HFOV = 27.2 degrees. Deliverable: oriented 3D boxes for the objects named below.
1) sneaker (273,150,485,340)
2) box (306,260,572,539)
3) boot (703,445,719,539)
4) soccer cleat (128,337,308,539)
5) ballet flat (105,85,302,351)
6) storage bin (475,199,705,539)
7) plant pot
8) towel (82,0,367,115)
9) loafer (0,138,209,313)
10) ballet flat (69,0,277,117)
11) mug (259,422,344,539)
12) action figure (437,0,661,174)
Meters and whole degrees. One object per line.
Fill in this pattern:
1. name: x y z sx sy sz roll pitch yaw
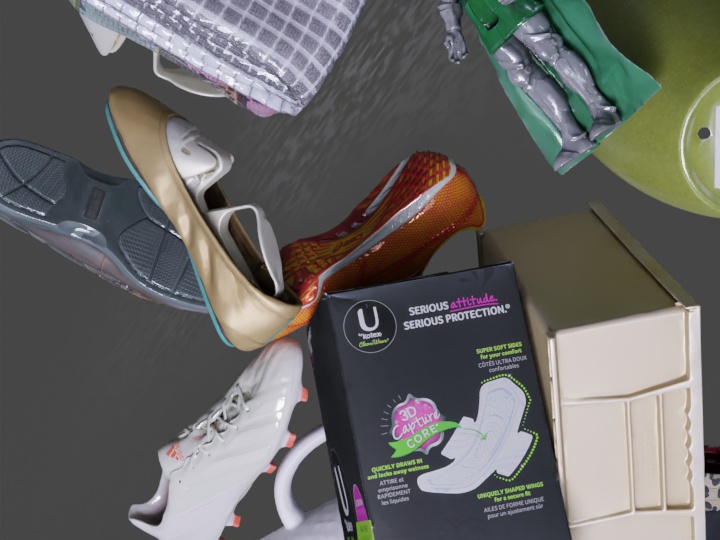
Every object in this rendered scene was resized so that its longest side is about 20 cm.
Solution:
1. sneaker: 0.000 0.000 1.037 0.200 0.073 0.077 -32 125 17
2. box: 0.045 0.111 0.957 0.124 0.149 0.201 -9 81 -9
3. boot: 0.198 0.206 1.119 0.203 0.074 0.154 1 110 -6
4. soccer cleat: -0.103 0.128 1.082 0.077 0.069 0.200 20 118 -20
5. ballet flat: -0.099 -0.045 0.998 0.063 0.069 0.200 -28 91 23
6. storage bin: 0.150 0.084 0.992 0.093 0.200 0.199 -10 112 -6
7. plant pot: 0.225 -0.108 0.921 0.186 0.200 0.188 0 112 0
8. towel: -0.080 -0.213 0.911 0.200 0.086 0.166 30 79 -10
9. loafer: -0.174 -0.028 1.038 0.200 0.063 0.072 28 67 -12
10. ballet flat: -0.130 -0.159 0.980 0.200 0.069 0.071 30 134 -12
11. mug: 0.017 0.201 1.084 0.175 0.148 0.200 -30 92 4
12. action figure: 0.083 -0.157 0.888 0.200 0.055 0.118 55 146 7
